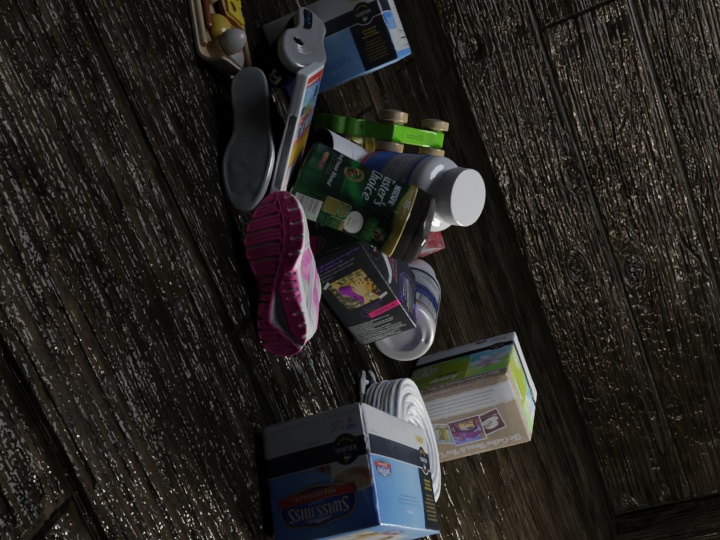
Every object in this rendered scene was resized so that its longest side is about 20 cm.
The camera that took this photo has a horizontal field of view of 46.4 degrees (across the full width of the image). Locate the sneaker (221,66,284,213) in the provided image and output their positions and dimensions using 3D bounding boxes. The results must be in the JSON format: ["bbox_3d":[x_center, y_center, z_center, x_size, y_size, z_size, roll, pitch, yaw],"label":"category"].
[{"bbox_3d":[-0.133,-0.156,1.106,0.099,0.069,0.204,59,28,-66],"label":"sneaker"}]

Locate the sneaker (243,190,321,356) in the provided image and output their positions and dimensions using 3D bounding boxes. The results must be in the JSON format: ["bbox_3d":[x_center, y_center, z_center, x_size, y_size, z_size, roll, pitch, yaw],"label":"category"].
[{"bbox_3d":[-0.094,0.003,1.057,0.088,0.080,0.204,-1,89,-76],"label":"sneaker"}]

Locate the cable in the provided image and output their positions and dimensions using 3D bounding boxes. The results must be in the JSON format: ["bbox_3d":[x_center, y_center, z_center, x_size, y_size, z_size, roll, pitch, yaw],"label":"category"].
[{"bbox_3d":[0.065,0.266,1.289,0.201,0.068,0.202,54,26,-44],"label":"cable"}]

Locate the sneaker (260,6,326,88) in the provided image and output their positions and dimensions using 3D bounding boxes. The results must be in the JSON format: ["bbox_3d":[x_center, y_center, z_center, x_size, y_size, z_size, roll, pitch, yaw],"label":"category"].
[{"bbox_3d":[-0.106,-0.303,1.241,0.073,0.112,0.201,34,31,-16],"label":"sneaker"}]

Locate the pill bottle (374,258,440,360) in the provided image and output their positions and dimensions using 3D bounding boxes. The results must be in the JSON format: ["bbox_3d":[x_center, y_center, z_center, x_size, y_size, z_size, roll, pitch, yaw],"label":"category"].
[{"bbox_3d":[0.083,0.059,1.458,0.201,0.109,0.112,-69,137,-62],"label":"pill bottle"}]

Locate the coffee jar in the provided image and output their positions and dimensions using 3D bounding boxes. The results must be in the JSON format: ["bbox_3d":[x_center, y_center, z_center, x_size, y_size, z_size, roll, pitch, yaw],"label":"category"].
[{"bbox_3d":[0.005,-0.092,1.155,0.197,0.086,0.105,24,42,-3],"label":"coffee jar"}]

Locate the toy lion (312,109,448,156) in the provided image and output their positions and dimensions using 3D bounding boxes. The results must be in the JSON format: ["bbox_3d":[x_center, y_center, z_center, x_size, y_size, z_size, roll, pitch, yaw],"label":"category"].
[{"bbox_3d":[0.025,-0.239,1.429,0.198,0.190,0.070,-2,103,-51],"label":"toy lion"}]

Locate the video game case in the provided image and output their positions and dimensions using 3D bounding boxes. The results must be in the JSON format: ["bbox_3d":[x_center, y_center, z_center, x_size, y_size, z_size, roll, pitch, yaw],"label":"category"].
[{"bbox_3d":[-0.088,-0.170,1.119,0.143,0.017,0.203,-73,178,-71],"label":"video game case"}]

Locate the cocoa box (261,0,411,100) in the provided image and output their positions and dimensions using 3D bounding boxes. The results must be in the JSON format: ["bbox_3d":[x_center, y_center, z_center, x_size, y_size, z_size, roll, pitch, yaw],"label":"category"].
[{"bbox_3d":[-0.035,-0.376,1.372,0.133,0.197,0.133,-54,124,-68],"label":"cocoa box"}]

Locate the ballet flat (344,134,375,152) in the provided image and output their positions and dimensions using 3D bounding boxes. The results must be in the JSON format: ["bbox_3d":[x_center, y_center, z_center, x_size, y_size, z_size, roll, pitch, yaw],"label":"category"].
[{"bbox_3d":[-0.010,-0.199,1.493,0.063,0.068,0.202,46,31,-43],"label":"ballet flat"}]

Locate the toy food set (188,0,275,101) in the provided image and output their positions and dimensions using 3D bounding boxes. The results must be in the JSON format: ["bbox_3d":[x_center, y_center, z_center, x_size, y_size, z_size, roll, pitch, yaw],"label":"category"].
[{"bbox_3d":[-0.175,-0.348,1.167,0.143,0.060,0.203,27,49,-64],"label":"toy food set"}]

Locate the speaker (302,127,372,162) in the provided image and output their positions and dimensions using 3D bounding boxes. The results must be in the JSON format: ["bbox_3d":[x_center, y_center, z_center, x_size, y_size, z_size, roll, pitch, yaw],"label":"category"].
[{"bbox_3d":[-0.007,-0.161,1.366,0.198,0.081,0.083,19,54,-46],"label":"speaker"}]

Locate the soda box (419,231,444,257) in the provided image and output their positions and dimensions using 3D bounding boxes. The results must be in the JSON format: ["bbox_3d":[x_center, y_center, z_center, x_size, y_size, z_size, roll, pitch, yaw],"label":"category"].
[{"bbox_3d":[0.059,-0.058,1.461,0.198,0.063,0.071,-6,77,-48],"label":"soda box"}]

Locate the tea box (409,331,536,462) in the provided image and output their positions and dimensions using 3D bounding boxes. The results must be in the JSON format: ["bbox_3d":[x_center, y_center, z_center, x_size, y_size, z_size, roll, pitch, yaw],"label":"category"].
[{"bbox_3d":[0.197,0.225,1.496,0.197,0.197,0.136,-52,122,-68],"label":"tea box"}]

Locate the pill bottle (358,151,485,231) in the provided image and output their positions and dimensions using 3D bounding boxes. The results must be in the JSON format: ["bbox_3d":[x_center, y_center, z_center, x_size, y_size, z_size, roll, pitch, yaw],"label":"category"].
[{"bbox_3d":[0.088,-0.119,1.272,0.111,0.198,0.114,-13,109,-43],"label":"pill bottle"}]

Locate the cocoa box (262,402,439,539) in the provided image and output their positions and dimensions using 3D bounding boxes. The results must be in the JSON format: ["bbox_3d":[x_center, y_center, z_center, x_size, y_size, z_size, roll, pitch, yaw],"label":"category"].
[{"bbox_3d":[-0.006,0.249,0.981,0.200,0.131,0.133,37,40,-60],"label":"cocoa box"}]

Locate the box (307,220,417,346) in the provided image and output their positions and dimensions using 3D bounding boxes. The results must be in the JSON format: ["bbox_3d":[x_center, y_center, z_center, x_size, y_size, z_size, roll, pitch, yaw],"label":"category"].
[{"bbox_3d":[0.000,0.000,1.282,0.201,0.105,0.123,56,24,-38],"label":"box"}]
